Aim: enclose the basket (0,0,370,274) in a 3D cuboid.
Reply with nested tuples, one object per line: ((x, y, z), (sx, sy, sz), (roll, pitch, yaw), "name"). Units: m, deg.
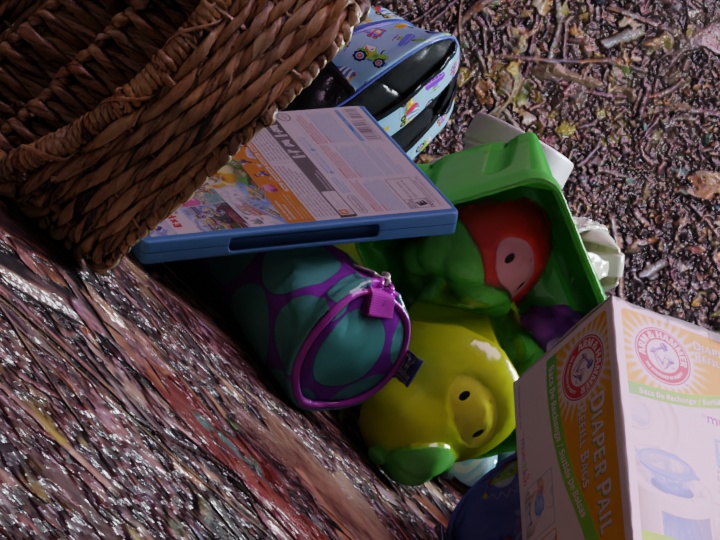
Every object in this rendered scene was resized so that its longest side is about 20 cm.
((-0.114, -0.118, 1.210), (0.149, 0.200, 0.143), (46, 6, -14), "basket")

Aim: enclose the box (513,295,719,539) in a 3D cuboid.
((0.159, 0.132, 1.338), (0.112, 0.101, 0.201), (19, 49, -24), "box")

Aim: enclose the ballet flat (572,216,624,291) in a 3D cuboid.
((0.155, -0.002, 1.776), (0.072, 0.072, 0.200), (46, 21, 15), "ballet flat")

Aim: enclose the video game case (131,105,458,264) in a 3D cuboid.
((-0.061, -0.054, 1.451), (0.199, 0.018, 0.143), (-6, 33, -25), "video game case")

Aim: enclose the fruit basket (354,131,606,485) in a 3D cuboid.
((0.079, 0.044, 1.515), (0.216, 0.155, 0.217), (-15, 90, -73), "fruit basket")

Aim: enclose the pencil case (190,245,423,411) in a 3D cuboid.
((-0.043, 0.001, 1.467), (0.085, 0.093, 0.200), (33, 10, -41), "pencil case")

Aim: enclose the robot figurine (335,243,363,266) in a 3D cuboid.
((0.000, 0.000, 1.693), (0.175, 0.116, 0.200), (30, 4, 7), "robot figurine")

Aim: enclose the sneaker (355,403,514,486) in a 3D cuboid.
((0.060, 0.101, 1.639), (0.082, 0.074, 0.200), (52, 12, 24), "sneaker")

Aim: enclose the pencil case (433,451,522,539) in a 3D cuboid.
((0.135, 0.193, 1.440), (0.200, 0.078, 0.087), (43, 47, -27), "pencil case")

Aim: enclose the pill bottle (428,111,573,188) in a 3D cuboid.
((0.077, -0.012, 1.842), (0.112, 0.201, 0.112), (29, 0, 0), "pill bottle")

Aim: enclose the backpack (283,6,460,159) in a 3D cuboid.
((-0.021, -0.134, 1.945), (0.135, 0.200, 0.183), (46, -18, 21), "backpack")
